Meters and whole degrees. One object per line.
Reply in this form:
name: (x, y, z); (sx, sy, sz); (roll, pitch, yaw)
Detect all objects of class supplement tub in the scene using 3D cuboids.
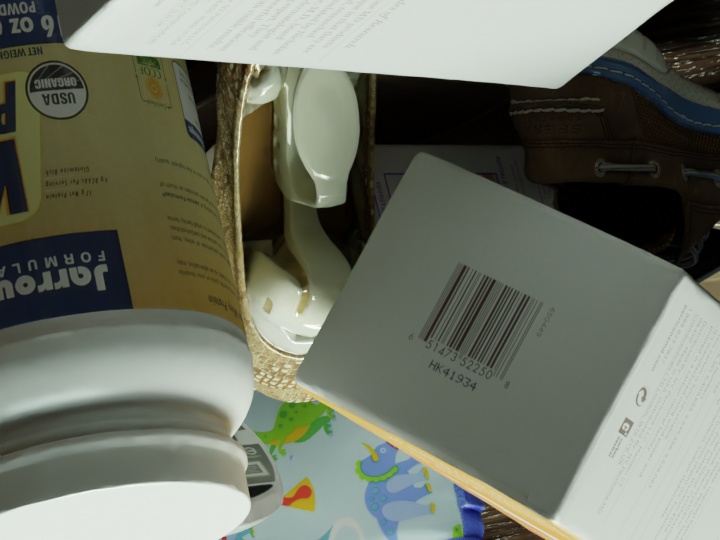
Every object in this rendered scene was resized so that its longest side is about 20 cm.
supplement tub: (-0.118, 0.003, 1.062); (0.144, 0.201, 0.145); (-12, 161, -4)

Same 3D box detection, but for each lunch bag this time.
lunch bag: (-0.041, 0.087, 1.393); (0.199, 0.171, 0.127); (-24, 157, 27)

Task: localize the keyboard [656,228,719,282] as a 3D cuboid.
keyboard: (0.178, -0.026, 1.323); (0.199, 0.040, 0.104); (-30, -155, 1)

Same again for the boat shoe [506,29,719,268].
boat shoe: (0.109, -0.038, 1.173); (0.072, 0.073, 0.200); (0, 166, 34)

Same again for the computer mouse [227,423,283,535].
computer mouse: (-0.101, 0.065, 1.287); (0.109, 0.200, 0.044); (-2, 122, -29)

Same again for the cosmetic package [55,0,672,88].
cosmetic package: (-0.003, -0.122, 0.940); (0.199, 0.102, 0.071); (1, 156, -38)

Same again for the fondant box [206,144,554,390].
fondant box: (0.000, 0.000, 1.253); (0.199, 0.059, 0.144); (-2, 158, -31)

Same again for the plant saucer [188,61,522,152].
plant saucer: (0.001, -0.066, 1.203); (0.199, 0.035, 0.200); (-13, 162, -4)

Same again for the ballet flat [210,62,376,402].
ballet flat: (-0.023, -0.025, 1.094); (0.070, 0.065, 0.201); (-13, 122, -13)

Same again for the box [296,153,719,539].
box: (0.089, 0.053, 1.105); (0.124, 0.098, 0.200); (26, 175, 35)

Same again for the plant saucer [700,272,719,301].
plant saucer: (0.202, -0.019, 1.481); (0.199, 0.030, 0.200); (-13, 161, -4)
